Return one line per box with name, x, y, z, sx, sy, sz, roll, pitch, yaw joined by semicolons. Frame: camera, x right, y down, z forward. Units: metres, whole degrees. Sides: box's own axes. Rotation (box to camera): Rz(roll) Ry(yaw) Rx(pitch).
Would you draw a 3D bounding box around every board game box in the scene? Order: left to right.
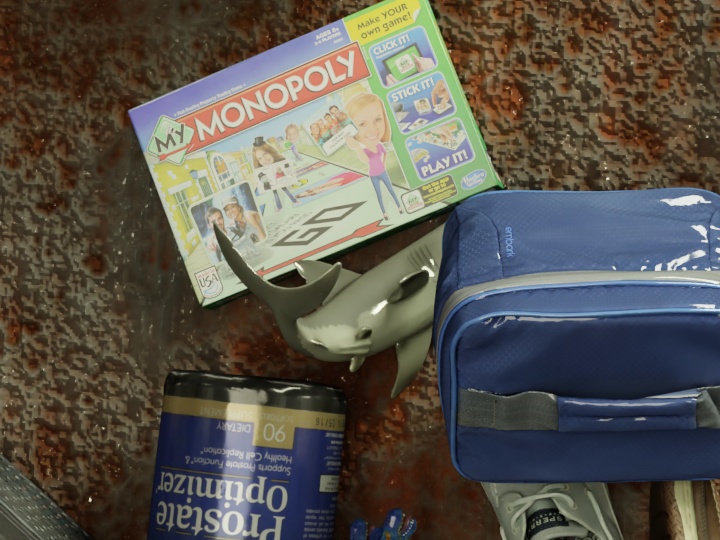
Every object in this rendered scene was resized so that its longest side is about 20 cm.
board game box;-0.029;-0.075;1.364;0.200;0.029;0.135;-23;82;8

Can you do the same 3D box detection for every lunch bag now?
lunch bag;0.141;0.045;1.237;0.200;0.136;0.132;-2;40;2

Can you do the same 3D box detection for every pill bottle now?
pill bottle;-0.072;0.163;1.309;0.112;0.112;0.200;5;86;11

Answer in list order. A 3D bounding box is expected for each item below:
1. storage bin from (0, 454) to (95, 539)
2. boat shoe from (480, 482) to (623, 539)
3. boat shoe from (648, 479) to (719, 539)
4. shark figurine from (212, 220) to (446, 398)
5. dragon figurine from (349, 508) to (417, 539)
storage bin;-0.266;0.175;1.354;0.200;0.094;0.135;40;93;10
boat shoe;0.119;0.153;1.294;0.070;0.072;0.201;-27;79;8
boat shoe;0.216;0.203;1.280;0.075;0.075;0.203;-7;90;-4
shark figurine;-0.016;0.013;1.296;0.089;0.214;0.128;39;120;27
dragon figurine;0.025;0.240;1.290;0.099;0.059;0.200;9;86;-20
